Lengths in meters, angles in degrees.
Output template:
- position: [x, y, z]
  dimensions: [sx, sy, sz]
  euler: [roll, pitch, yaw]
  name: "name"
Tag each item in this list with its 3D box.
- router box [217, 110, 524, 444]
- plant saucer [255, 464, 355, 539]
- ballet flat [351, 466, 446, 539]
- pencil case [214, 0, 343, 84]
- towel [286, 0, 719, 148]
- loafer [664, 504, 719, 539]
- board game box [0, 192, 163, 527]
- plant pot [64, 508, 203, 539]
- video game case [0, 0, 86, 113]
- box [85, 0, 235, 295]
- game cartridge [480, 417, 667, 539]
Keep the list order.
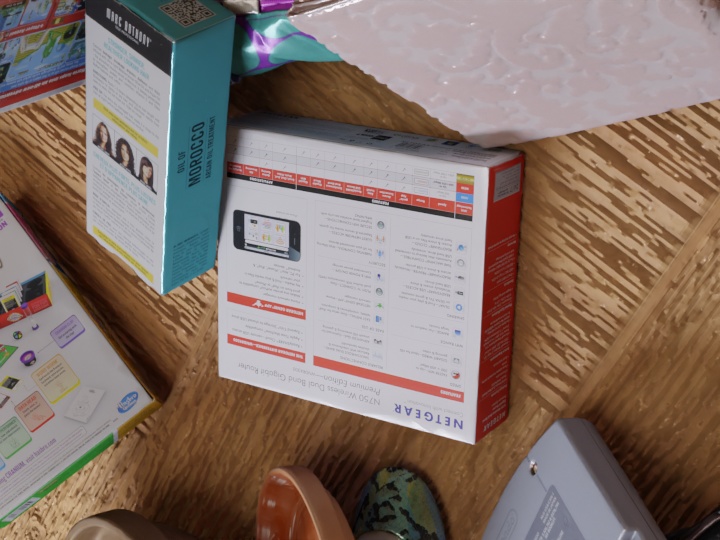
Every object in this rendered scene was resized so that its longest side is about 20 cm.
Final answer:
- position: [0.000, 0.000, 0.901]
  dimensions: [0.200, 0.049, 0.180]
  euler: [13, 111, 29]
  name: "router box"
- position: [-0.030, 0.231, 0.945]
  dimensions: [0.200, 0.032, 0.200]
  euler: [175, 90, -71]
  name: "plant saucer"
- position: [0.019, 0.234, 0.951]
  dimensions: [0.074, 0.074, 0.200]
  euler: [9, 110, 30]
  name: "ballet flat"
- position: [-0.004, -0.163, 0.827]
  dimensions: [0.200, 0.092, 0.085]
  euler: [-3, 100, 32]
  name: "pencil case"
- position: [0.094, -0.125, 0.726]
  dimensions: [0.191, 0.200, 0.032]
  euler: [-10, 68, 35]
  name: "towel"
- position: [0.221, 0.164, 0.804]
  dimensions: [0.200, 0.063, 0.072]
  euler: [-41, 82, 34]
  name: "loafer"
- position: [-0.267, 0.066, 1.045]
  dimensions: [0.153, 0.040, 0.200]
  euler: [-37, 82, -5]
  name: "board game box"
- position: [-0.134, 0.264, 1.025]
  dimensions: [0.201, 0.093, 0.201]
  euler: [22, 119, 47]
  name: "plant pot"
- position: [-0.167, -0.179, 0.805]
  dimensions: [0.017, 0.143, 0.200]
  euler: [36, 119, 9]
  name: "video game case"
- position: [-0.128, -0.086, 0.876]
  dimensions: [0.082, 0.049, 0.200]
  euler: [38, 139, 27]
  name: "box"
- position: [0.116, 0.196, 0.854]
  dimensions: [0.133, 0.040, 0.200]
  euler: [60, 138, 48]
  name: "game cartridge"
